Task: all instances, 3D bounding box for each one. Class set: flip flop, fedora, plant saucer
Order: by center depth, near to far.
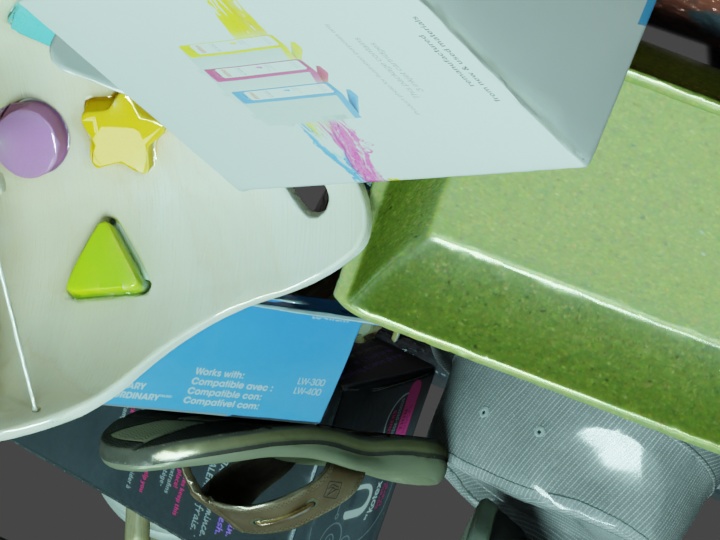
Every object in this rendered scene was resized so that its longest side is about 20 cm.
[{"bbox_3d":[0.106,-0.024,1.052,0.199,0.048,0.200,20,142,0],"label":"plant saucer"},{"bbox_3d":[-0.038,0.100,1.280,0.081,0.058,0.199,8,178,45],"label":"flip flop"},{"bbox_3d":[0.112,0.095,1.359,0.199,0.091,0.177,19,159,24],"label":"fedora"}]

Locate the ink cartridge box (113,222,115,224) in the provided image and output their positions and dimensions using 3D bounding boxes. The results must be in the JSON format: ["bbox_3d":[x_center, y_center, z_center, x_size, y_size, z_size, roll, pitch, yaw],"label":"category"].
[{"bbox_3d":[-0.189,-0.059,1.279,0.146,0.085,0.199,11,-178,43],"label":"ink cartridge box"}]

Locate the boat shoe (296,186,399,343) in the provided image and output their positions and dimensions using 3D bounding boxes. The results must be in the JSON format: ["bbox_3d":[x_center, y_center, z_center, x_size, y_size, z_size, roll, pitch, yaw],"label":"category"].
[{"bbox_3d":[0.000,0.000,1.317,0.062,0.074,0.200,20,174,-7],"label":"boat shoe"}]

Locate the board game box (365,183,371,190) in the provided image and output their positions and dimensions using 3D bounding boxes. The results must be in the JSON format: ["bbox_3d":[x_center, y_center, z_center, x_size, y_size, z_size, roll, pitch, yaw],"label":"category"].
[{"bbox_3d":[0.059,-0.054,1.152,0.135,0.028,0.200,35,160,-17],"label":"board game box"}]

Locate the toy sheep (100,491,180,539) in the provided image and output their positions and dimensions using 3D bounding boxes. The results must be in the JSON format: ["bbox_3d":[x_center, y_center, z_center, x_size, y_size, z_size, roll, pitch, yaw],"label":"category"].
[{"bbox_3d":[-0.106,0.107,1.620,0.137,0.138,0.200,26,171,6],"label":"toy sheep"}]

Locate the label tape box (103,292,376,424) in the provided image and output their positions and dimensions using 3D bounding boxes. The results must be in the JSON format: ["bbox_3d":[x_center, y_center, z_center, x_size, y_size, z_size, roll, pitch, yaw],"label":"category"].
[{"bbox_3d":[-0.091,0.032,1.212,0.143,0.066,0.200,8,-177,-34],"label":"label tape box"}]

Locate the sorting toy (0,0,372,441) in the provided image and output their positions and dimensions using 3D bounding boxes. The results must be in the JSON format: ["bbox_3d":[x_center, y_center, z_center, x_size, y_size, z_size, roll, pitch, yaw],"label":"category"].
[{"bbox_3d":[-0.092,-0.051,1.045,0.179,0.107,0.201,-8,108,10],"label":"sorting toy"}]

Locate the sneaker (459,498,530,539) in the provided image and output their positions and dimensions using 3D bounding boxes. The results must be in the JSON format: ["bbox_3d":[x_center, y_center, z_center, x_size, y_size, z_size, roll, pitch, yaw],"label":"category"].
[{"bbox_3d":[0.094,0.176,1.353,0.106,0.075,0.200,28,175,11],"label":"sneaker"}]

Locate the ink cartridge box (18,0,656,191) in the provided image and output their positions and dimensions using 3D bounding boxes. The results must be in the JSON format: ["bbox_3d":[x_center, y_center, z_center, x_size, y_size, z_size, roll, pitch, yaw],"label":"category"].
[{"bbox_3d":[-0.009,-0.116,0.914,0.199,0.129,0.125,-2,146,46],"label":"ink cartridge box"}]

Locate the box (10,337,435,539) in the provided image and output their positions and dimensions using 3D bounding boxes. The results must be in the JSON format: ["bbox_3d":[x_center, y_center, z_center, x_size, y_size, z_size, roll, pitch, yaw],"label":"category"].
[{"bbox_3d":[-0.079,0.071,1.437,0.199,0.123,0.106,27,-163,27],"label":"box"}]
